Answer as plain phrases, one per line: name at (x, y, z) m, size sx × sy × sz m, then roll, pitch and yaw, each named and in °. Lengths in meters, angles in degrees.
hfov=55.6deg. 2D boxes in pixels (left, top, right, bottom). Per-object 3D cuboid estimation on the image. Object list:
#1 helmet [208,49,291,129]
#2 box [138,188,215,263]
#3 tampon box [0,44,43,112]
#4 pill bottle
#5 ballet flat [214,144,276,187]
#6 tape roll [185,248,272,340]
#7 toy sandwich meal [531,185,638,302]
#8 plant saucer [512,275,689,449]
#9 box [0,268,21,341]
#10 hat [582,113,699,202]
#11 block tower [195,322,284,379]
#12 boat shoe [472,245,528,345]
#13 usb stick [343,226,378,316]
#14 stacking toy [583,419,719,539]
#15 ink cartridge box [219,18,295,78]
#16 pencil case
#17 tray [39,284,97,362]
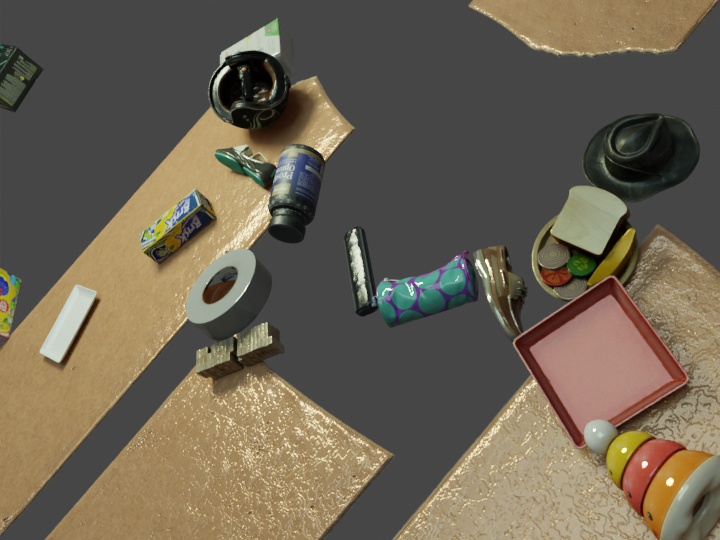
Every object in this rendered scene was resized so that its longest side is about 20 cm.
helmet at (-0.281, -0.453, 1.730) m, size 0.204 × 0.197 × 0.190 m, roll -64°, pitch 19°, yaw -15°
box at (-0.467, -0.112, 1.737) m, size 0.198 × 0.064 × 0.071 m, roll -37°, pitch 50°, yaw 9°
tampon box at (-1.324, -0.723, 2.567) m, size 0.148 × 0.126 × 0.204 m, roll 20°, pitch 76°, yaw 38°
pill bottle at (-0.148, -0.171, 1.542) m, size 0.109 × 0.112 × 0.205 m, roll -5°, pitch 61°, yaw 29°
ballet flat at (-0.282, -0.271, 1.718) m, size 0.198 × 0.068 × 0.069 m, roll 31°, pitch 72°, yaw 29°
tape roll at (-0.291, 0.051, 1.506) m, size 0.196 × 0.066 × 0.204 m, roll -25°, pitch 39°, yaw 21°
toy sandwich meal at (0.383, -0.045, 1.171) m, size 0.200 × 0.070 × 0.211 m, roll -15°, pitch 57°, yaw 24°
plant saucer at (0.374, 0.145, 1.079) m, size 0.198 × 0.037 × 0.203 m, roll -34°, pitch 60°, yaw 10°
box at (-1.094, 0.083, 1.927) m, size 0.119 × 0.200 × 0.197 m, roll -18°, pitch 56°, yaw 20°
hat at (0.485, -0.223, 1.189) m, size 0.195 × 0.081 × 0.205 m, roll -12°, pitch 55°, yaw 17°
block tower at (-0.257, 0.172, 1.454) m, size 0.195 × 0.054 × 0.059 m, roll -21°, pitch 55°, yaw 20°
boat shoe at (0.258, 0.035, 1.203) m, size 0.070 × 0.076 × 0.204 m, roll -24°, pitch 56°, yaw 14°
usb stick at (0.000, 0.000, 1.407) m, size 0.055 × 0.032 × 0.204 m, roll -28°, pitch 53°, yaw 24°
stacking toy at (0.395, 0.277, 0.952) m, size 0.147 × 0.146 × 0.199 m, roll -51°, pitch 41°, yaw -4°
ink cartridge box at (-0.282, -0.567, 1.863) m, size 0.196 × 0.088 × 0.149 m, roll -22°, pitch 54°, yaw 18°
pencil case at (0.123, 0.038, 1.275) m, size 0.195 × 0.085 × 0.095 m, roll -18°, pitch 84°, yaw 21°
tray at (-0.768, 0.141, 1.808) m, size 0.105 × 0.022 × 0.204 m, roll 12°, pitch 71°, yaw 35°
